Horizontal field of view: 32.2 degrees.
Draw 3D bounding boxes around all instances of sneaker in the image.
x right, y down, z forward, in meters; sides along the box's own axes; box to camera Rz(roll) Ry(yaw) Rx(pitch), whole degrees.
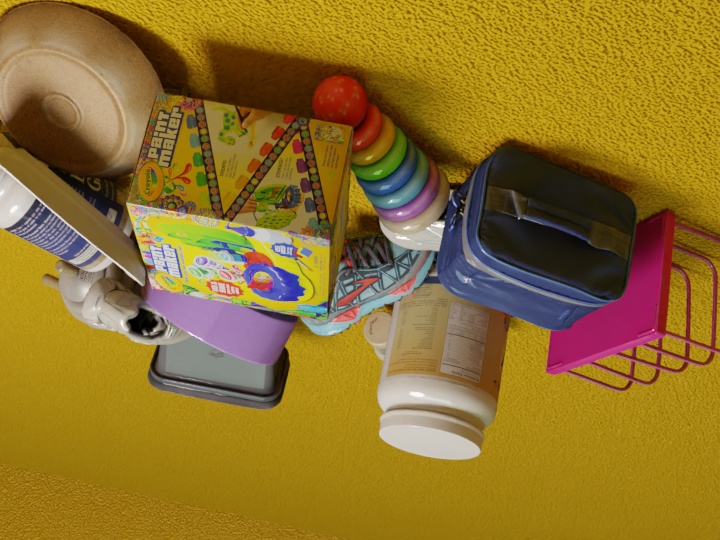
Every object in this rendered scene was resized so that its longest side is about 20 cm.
[{"bbox_3d":[0.121,-0.045,1.377,0.198,0.071,0.080,14,155,-3],"label":"sneaker"},{"bbox_3d":[0.000,0.000,1.452,0.199,0.080,0.095,-36,133,14],"label":"sneaker"},{"bbox_3d":[-0.270,0.067,1.617,0.080,0.076,0.199,23,-177,31],"label":"sneaker"}]

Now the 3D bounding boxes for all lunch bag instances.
[{"bbox_3d":[0.177,-0.037,1.280,0.198,0.137,0.132,18,155,-15],"label":"lunch bag"}]

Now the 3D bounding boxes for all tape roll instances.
[{"bbox_3d":[-0.181,0.043,1.609,0.199,0.066,0.200,29,-173,-4],"label":"tape roll"}]

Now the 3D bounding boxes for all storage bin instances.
[{"bbox_3d":[-0.195,0.089,1.788,0.197,0.146,0.135,12,130,1],"label":"storage bin"}]

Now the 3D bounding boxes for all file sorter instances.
[{"bbox_3d":[0.321,0.046,1.400,0.124,0.141,0.200,19,156,-21],"label":"file sorter"}]

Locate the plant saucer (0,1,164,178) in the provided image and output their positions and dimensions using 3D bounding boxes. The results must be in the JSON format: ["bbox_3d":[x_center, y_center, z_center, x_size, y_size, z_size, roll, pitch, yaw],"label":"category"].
[{"bbox_3d":[-0.288,-0.165,1.232,0.198,0.036,0.202,10,131,12],"label":"plant saucer"}]

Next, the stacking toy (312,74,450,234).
[{"bbox_3d":[0.013,-0.123,1.251,0.085,0.086,0.200,-4,146,33],"label":"stacking toy"}]

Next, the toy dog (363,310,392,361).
[{"bbox_3d":[0.093,0.108,1.697,0.198,0.098,0.131,-6,167,40],"label":"toy dog"}]

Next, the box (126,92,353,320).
[{"bbox_3d":[-0.112,-0.058,1.225,0.190,0.123,0.200,10,157,3],"label":"box"}]

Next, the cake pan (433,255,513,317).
[{"bbox_3d":[0.144,0.007,1.528,0.198,0.037,0.201,11,157,4],"label":"cake pan"}]

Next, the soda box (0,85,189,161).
[{"bbox_3d":[-0.273,-0.154,1.318,0.197,0.069,0.064,5,157,17],"label":"soda box"}]

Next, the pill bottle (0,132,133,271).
[{"bbox_3d":[-0.372,-0.087,1.467,0.110,0.112,0.199,-11,148,43],"label":"pill bottle"}]

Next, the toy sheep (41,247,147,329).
[{"bbox_3d":[-0.344,0.014,1.670,0.136,0.140,0.199,-1,173,27],"label":"toy sheep"}]

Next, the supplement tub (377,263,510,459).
[{"bbox_3d":[0.098,0.109,1.476,0.142,0.202,0.145,10,158,4],"label":"supplement tub"}]

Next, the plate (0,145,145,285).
[{"bbox_3d":[-0.304,-0.068,1.292,0.199,0.032,0.200,41,173,-18],"label":"plate"}]
